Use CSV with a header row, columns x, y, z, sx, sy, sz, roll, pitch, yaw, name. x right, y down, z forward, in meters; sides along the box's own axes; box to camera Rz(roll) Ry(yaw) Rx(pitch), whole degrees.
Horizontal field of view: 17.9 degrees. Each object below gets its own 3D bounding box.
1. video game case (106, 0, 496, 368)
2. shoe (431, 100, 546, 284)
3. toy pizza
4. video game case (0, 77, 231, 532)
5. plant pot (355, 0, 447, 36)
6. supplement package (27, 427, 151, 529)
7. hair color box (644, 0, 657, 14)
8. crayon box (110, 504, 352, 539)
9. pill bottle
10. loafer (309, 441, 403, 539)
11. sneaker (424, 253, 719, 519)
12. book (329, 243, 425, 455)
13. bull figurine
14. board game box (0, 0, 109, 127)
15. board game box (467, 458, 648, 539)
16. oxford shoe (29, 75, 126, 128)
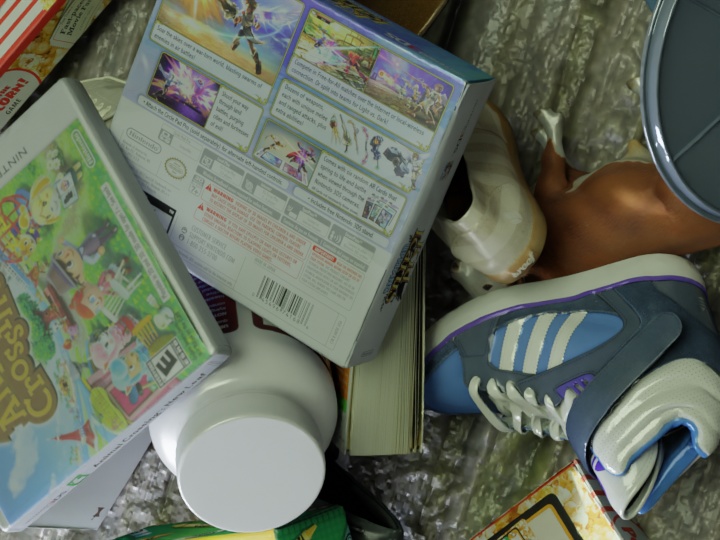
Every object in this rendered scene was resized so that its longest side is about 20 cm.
x,y,z,sx,sy,sz,roll,pitch,yaw,name
-0.045,-0.072,1.306,0.200,0.045,0.182,31,112,20,video game case
0.058,-0.063,1.372,0.070,0.053,0.200,-55,28,16,shoe
0.229,-0.123,1.274,0.032,0.200,0.201,29,97,52,toy pizza
-0.186,0.020,1.335,0.182,0.022,0.200,-40,67,21,video game case
-0.059,-0.235,1.436,0.200,0.186,0.187,40,102,27,plant pot
-0.253,0.052,1.492,0.200,0.191,0.147,35,99,26,supplement package
0.176,-0.217,1.358,0.060,0.100,0.200,-36,69,18,hair color box
-0.079,0.214,1.403,0.200,0.058,0.119,-12,92,48,crayon box
-0.074,0.061,1.370,0.113,0.113,0.200,-40,30,17,pill bottle
-0.040,0.124,1.429,0.201,0.068,0.071,45,122,34,loafer
0.118,0.082,1.321,0.200,0.081,0.147,-20,48,21,sneaker
0.000,0.000,1.389,0.048,0.134,0.201,0,99,-15,book
0.146,-0.042,1.369,0.200,0.065,0.122,-15,75,25,bull figurine
-0.257,-0.199,1.596,0.200,0.046,0.152,-48,59,14,board game box
0.098,0.231,1.367,0.200,0.046,0.152,-38,67,18,board game box
-0.166,-0.094,1.531,0.200,0.058,0.075,8,92,42,oxford shoe
